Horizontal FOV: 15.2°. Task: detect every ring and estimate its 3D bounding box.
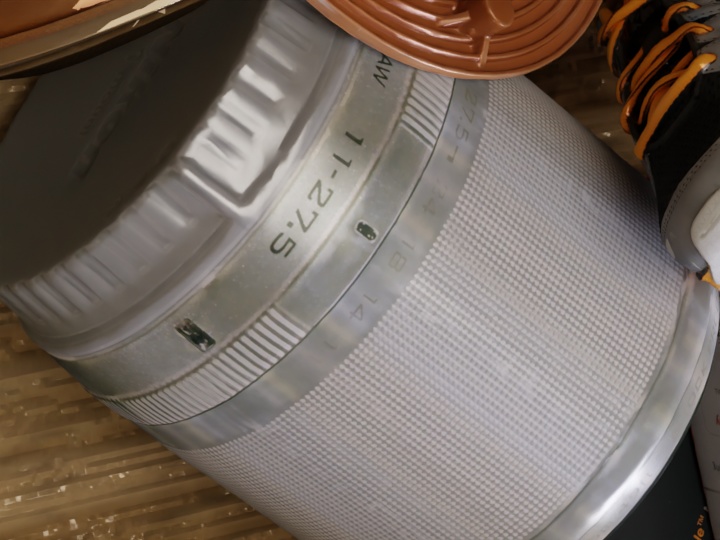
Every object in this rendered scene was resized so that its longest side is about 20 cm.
[{"bbox_3d":[0.012,-0.152,0.799,0.200,0.019,0.201,24,54,-38],"label":"ring"}]

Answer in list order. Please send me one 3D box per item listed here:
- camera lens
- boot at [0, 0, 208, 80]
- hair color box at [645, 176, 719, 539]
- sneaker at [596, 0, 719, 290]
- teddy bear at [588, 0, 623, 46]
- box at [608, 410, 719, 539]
[{"bbox_3d":[0.000,0.000,0.843,0.200,0.160,0.160,37,79,-25],"label":"camera lens"},{"bbox_3d":[-0.138,-0.126,0.765,0.200,0.074,0.155,-9,94,10],"label":"boot"},{"bbox_3d":[0.164,0.059,0.916,0.061,0.101,0.200,-19,105,-25],"label":"hair color box"},{"bbox_3d":[0.108,-0.062,0.839,0.077,0.200,0.078,32,118,-8],"label":"sneaker"},{"bbox_3d":[0.109,-0.172,0.934,0.145,0.067,0.201,4,94,-30],"label":"teddy bear"},{"bbox_3d":[0.128,0.100,0.985,0.159,0.046,0.200,23,85,-28],"label":"box"}]
